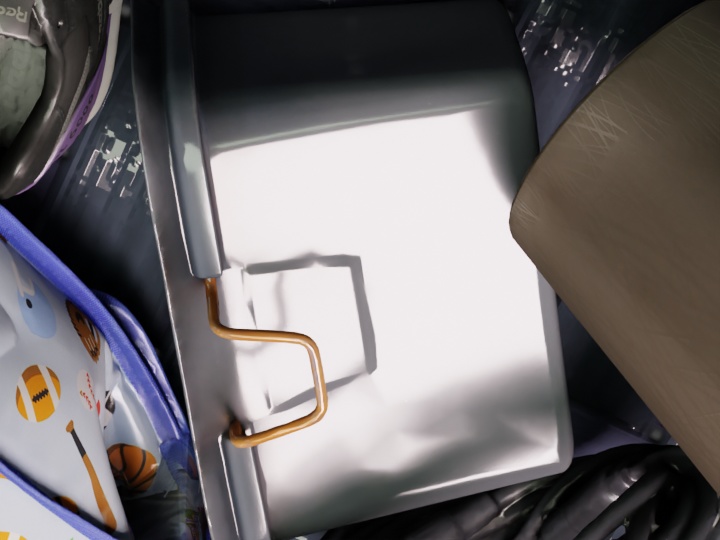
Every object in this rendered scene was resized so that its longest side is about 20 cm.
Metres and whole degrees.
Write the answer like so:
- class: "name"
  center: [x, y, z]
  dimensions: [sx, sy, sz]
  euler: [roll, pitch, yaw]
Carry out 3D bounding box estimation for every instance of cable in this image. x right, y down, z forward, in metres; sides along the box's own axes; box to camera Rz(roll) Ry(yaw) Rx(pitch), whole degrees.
- class: "cable"
  center: [0.048, 0.107, 1.071]
  dimensions: [0.199, 0.163, 0.051]
  euler: [-18, 93, 25]

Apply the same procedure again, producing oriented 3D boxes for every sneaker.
- class: "sneaker"
  center: [-0.107, -0.118, 1.021]
  dimensions: [0.075, 0.088, 0.201]
  euler: [9, 118, 2]

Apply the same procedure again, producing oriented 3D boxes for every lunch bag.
- class: "lunch bag"
  center: [-0.168, 0.062, 1.089]
  dimensions: [0.169, 0.124, 0.200]
  euler: [-14, 145, 23]

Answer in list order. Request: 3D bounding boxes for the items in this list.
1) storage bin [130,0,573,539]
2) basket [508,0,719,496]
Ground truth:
- class: "storage bin"
  center: [0.000, 0.000, 1.050]
  dimensions: [0.134, 0.146, 0.201]
  euler: [-9, 116, 0]
- class: "basket"
  center: [0.153, 0.019, 0.956]
  dimensions: [0.200, 0.136, 0.181]
  euler: [47, 152, 18]
